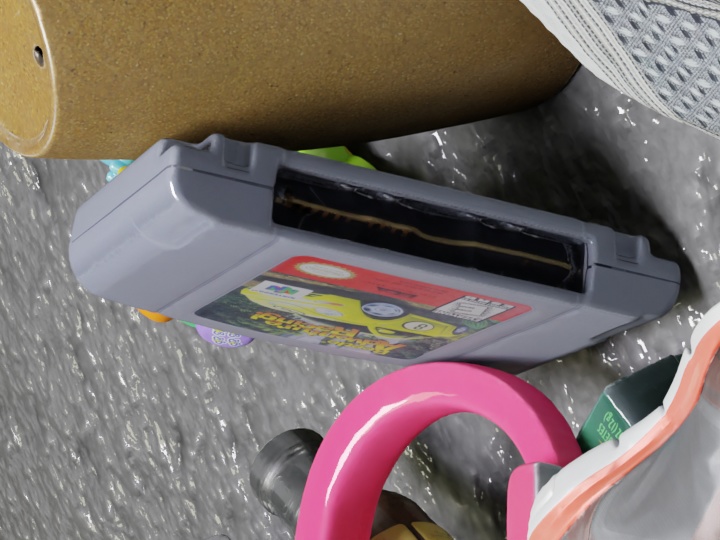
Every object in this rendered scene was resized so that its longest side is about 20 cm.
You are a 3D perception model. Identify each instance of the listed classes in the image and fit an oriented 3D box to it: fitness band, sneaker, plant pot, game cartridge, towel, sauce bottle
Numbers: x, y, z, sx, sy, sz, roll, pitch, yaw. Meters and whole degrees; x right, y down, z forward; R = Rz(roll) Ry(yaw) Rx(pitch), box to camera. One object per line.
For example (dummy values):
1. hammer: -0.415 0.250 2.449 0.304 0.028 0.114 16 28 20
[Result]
1. fitness band: 0.029 0.133 0.867 0.143 0.037 0.200 -13 68 48
2. sneaker: 0.132 0.070 0.733 0.200 0.077 0.082 -53 39 42
3. plant pot: -0.046 -0.114 0.825 0.186 0.200 0.187 39 142 40
4. game cartridge: 0.000 0.000 0.843 0.133 0.200 0.041 158 122 -64
5. towel: 0.091 -0.082 0.677 0.192 0.035 0.200 35 174 45
6. sauce bottle: 0.019 0.135 0.951 0.200 0.065 0.065 45 145 46

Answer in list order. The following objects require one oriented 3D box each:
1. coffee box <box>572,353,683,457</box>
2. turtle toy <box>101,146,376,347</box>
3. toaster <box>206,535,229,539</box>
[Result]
1. coffee box: 0.114 0.138 0.890 0.123 0.044 0.200 55 149 23
2. turtle toy: -0.052 -0.025 1.001 0.200 0.101 0.146 16 123 56
3. toaster: -0.044 0.234 1.147 0.200 0.113 0.129 63 149 12
